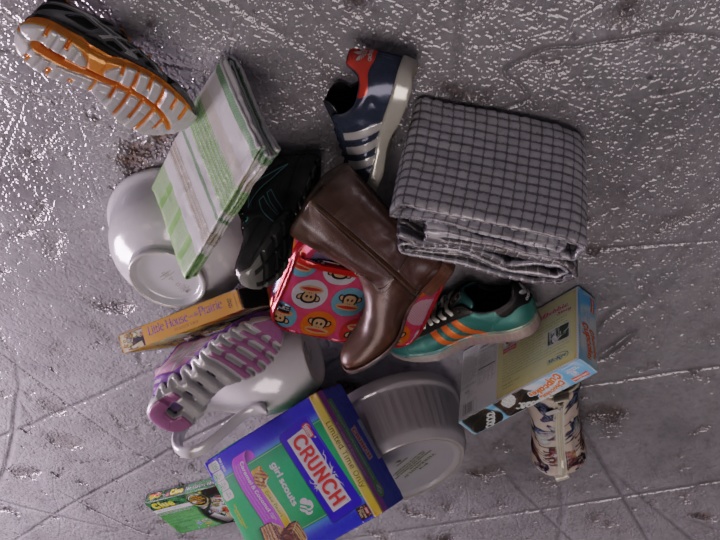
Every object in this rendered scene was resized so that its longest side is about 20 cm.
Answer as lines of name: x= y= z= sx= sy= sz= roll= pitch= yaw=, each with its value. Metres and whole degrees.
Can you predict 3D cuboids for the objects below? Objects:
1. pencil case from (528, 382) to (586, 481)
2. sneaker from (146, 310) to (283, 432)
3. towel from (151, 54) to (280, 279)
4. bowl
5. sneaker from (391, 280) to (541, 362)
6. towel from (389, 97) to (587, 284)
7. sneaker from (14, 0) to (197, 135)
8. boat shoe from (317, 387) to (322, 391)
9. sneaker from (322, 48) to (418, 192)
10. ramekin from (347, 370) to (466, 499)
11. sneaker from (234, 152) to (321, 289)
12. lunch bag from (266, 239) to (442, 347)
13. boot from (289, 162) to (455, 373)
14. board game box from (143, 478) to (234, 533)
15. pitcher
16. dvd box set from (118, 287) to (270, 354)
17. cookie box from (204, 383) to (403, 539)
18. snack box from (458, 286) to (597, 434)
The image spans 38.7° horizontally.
pencil case: x=0.261 y=0.196 z=1.371 sx=0.077 sy=0.090 sz=0.201 roll=-3 pitch=136 yaw=13
sneaker: x=-0.185 y=0.107 z=1.263 sx=0.199 sy=0.089 sz=0.081 roll=-37 pitch=126 yaw=10
towel: x=-0.159 y=-0.108 z=1.097 sx=0.030 sy=0.150 sz=0.200 roll=5 pitch=137 yaw=-37
bowl: x=-0.224 y=-0.020 z=1.245 sx=0.198 sy=0.091 sz=0.202 roll=6 pitch=136 yaw=6
sneaker: x=0.119 y=0.054 z=1.273 sx=0.198 sy=0.072 sz=0.080 roll=-15 pitch=127 yaw=18
towel: x=0.132 y=-0.078 z=1.062 sx=0.197 sy=0.167 sz=0.086 roll=10 pitch=143 yaw=1
sneaker: x=-0.253 y=-0.215 z=1.063 sx=0.199 sy=0.078 sz=0.078 roll=33 pitch=132 yaw=-25
boat shoe: x=-0.075 y=0.199 z=1.456 sx=0.199 sy=0.073 sz=0.065 roll=29 pitch=133 yaw=-25
sneaker: x=-0.004 y=-0.149 z=1.087 sx=0.084 sy=0.075 sz=0.201 roll=18 pitch=129 yaw=-1
ramekin: x=0.053 y=0.233 z=1.394 sx=0.200 sy=0.095 sz=0.204 roll=-13 pitch=141 yaw=-11
sneaker: x=-0.103 y=-0.056 z=1.107 sx=0.078 sy=0.201 sz=0.076 roll=13 pitch=133 yaw=9
lunch bag: x=0.000 y=0.000 z=1.207 sx=0.198 sy=0.082 sz=0.177 roll=10 pitch=127 yaw=-19
boot: x=-0.018 y=0.000 z=1.107 sx=0.199 sy=0.064 sz=0.187 roll=35 pitch=98 yaw=-36
board game box: x=-0.256 y=0.392 z=1.722 sx=0.198 sy=0.024 sz=0.105 roll=-18 pitch=132 yaw=26
pitcher: x=-0.151 y=0.153 z=1.325 sx=0.198 sy=0.173 sz=0.122 roll=-17 pitch=135 yaw=14
dvd box set: x=-0.186 y=0.060 z=1.298 sx=0.198 sy=0.030 sz=0.146 roll=-20 pitch=172 yaw=27
cookie box: x=-0.074 y=0.268 z=1.313 sx=0.199 sy=0.075 sz=0.172 roll=-34 pitch=81 yaw=22
snack box: x=0.206 y=0.114 z=1.277 sx=0.037 sy=0.117 sz=0.199 roll=35 pitch=132 yaw=-24
